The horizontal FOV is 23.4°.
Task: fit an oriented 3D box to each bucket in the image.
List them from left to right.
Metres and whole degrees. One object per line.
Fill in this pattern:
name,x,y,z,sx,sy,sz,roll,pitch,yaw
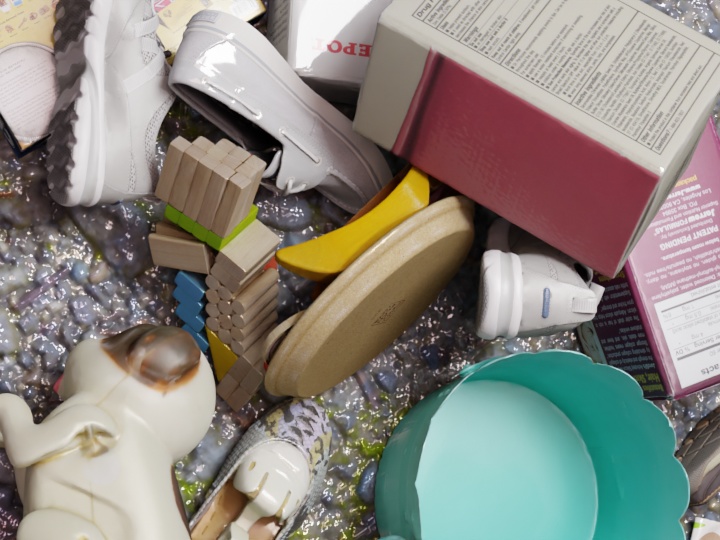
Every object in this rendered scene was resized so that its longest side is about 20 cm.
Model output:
bucket,0.111,0.157,1.188,0.205,0.135,0.209,1,85,-16

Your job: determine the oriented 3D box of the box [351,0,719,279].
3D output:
box,0.114,-0.111,1.097,0.199,0.109,0.128,31,53,11

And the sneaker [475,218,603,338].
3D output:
sneaker,0.122,0.014,1.171,0.081,0.200,0.075,7,103,5

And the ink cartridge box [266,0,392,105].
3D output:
ink cartridge box,0.014,-0.220,1.227,0.144,0.084,0.202,6,83,-17

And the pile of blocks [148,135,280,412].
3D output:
pile of blocks,-0.089,-0.006,1.171,0.062,0.081,0.201,-44,138,-48

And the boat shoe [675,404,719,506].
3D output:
boat shoe,0.315,0.113,1.283,0.200,0.074,0.074,-39,95,-15

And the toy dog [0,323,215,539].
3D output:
toy dog,-0.156,0.128,1.107,0.192,0.140,0.201,7,64,12

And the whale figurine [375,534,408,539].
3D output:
whale figurine,-0.045,0.246,1.120,0.103,0.159,0.201,35,108,7

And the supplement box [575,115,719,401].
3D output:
supplement box,0.205,-0.016,1.236,0.102,0.131,0.202,-18,90,-17

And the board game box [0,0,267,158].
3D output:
board game box,-0.182,-0.186,1.194,0.199,0.035,0.136,-32,93,-17

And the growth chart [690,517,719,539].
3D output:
growth chart,0.283,0.249,1.289,0.198,0.018,0.146,1,83,-17

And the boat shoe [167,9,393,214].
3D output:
boat shoe,-0.053,-0.089,1.171,0.200,0.072,0.069,46,61,-40

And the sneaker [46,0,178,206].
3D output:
sneaker,-0.157,-0.138,1.151,0.081,0.075,0.202,9,88,-31

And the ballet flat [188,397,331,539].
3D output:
ballet flat,-0.078,0.171,1.168,0.072,0.072,0.201,39,75,-8

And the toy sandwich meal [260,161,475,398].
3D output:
toy sandwich meal,0.000,0.000,1.159,0.205,0.205,0.070,-39,75,-16
